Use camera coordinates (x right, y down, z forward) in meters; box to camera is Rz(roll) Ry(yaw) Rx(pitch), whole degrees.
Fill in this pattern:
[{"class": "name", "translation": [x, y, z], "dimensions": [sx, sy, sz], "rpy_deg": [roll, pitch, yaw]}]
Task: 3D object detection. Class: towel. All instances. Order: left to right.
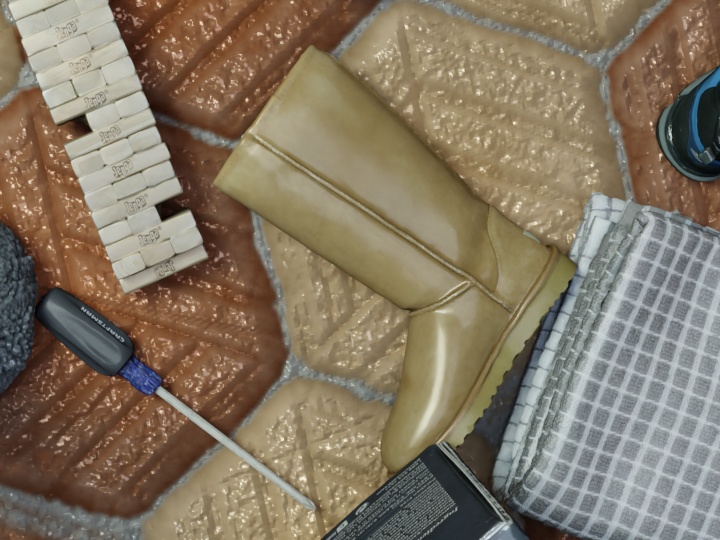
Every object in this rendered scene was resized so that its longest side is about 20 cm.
[{"class": "towel", "translation": [0.185, 0.070, 0.989], "dimensions": [0.165, 0.086, 0.201], "rpy_deg": [21, 90, -9]}]

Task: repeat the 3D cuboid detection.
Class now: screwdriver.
[{"class": "screwdriver", "translation": [-0.104, 0.078, 0.976], "dimensions": [0.200, 0.029, 0.028], "rpy_deg": [39, 88, -3]}]

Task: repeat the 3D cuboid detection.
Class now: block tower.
[{"class": "block tower", "translation": [-0.145, -0.090, 0.951], "dimensions": [0.058, 0.054, 0.201], "rpy_deg": [-23, 97, -6]}]

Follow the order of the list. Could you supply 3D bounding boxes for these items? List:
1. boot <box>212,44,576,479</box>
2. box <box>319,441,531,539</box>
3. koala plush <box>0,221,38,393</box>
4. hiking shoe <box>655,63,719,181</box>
[{"class": "boot", "translation": [0.000, 0.000, 0.975], "dimensions": [0.200, 0.066, 0.176], "rpy_deg": [36, 79, -8]}, {"class": "box", "translation": [0.074, 0.212, 0.860], "dimensions": [0.124, 0.197, 0.200], "rpy_deg": [-40, 98, -3]}, {"class": "koala plush", "translation": [-0.256, 0.034, 0.870], "dimensions": [0.183, 0.200, 0.178], "rpy_deg": [-26, 96, -5]}, {"class": "hiking shoe", "translation": [0.260, -0.129, 0.986], "dimensions": [0.074, 0.087, 0.200], "rpy_deg": [40, 88, -8]}]
